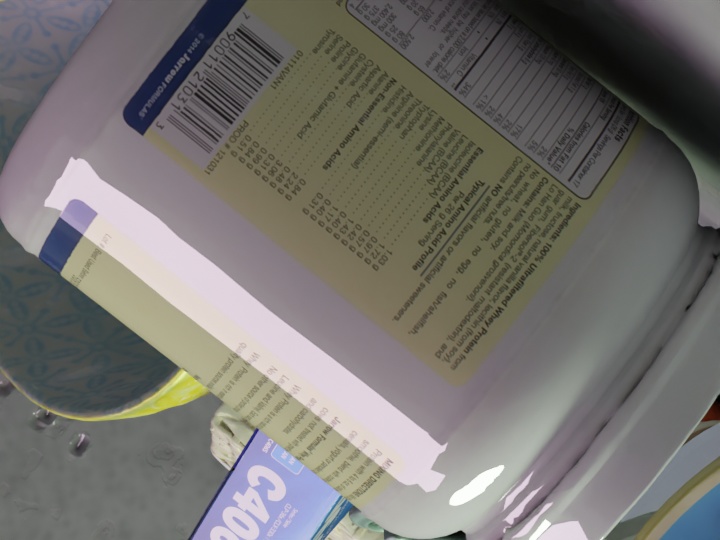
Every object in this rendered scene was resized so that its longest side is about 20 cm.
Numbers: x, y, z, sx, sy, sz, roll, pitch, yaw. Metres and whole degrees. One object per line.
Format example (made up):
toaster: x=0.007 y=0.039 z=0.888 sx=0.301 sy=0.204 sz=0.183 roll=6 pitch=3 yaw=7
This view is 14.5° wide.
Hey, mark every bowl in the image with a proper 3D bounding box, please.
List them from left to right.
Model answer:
bowl: x=-0.065 y=-0.039 z=1.122 sx=0.107 sy=0.201 sz=0.200 roll=4 pitch=-160 yaw=-42

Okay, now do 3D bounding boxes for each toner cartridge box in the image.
toner cartridge box: x=0.003 y=0.041 z=1.079 sx=0.043 sy=0.095 sz=0.200 roll=36 pitch=134 yaw=5

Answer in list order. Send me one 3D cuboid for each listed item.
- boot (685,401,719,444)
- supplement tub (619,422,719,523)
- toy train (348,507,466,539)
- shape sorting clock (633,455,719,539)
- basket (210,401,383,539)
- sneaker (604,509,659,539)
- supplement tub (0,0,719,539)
boot: x=0.151 y=0.091 z=1.250 sx=0.107 sy=0.075 sz=0.200 roll=48 pitch=180 yaw=37
supplement tub: x=0.193 y=0.154 z=1.056 sx=0.200 sy=0.145 sz=0.145 roll=43 pitch=172 yaw=-37
toy train: x=0.070 y=0.098 z=1.323 sx=0.113 sy=0.086 sz=0.200 roll=-4 pitch=160 yaw=25
shape sorting clock: x=0.159 y=0.129 z=0.843 sx=0.200 sy=0.200 sz=0.039 roll=41 pitch=-173 yaw=-24
basket: x=0.001 y=0.128 z=2.035 sx=0.200 sy=0.136 sz=0.123 roll=37 pitch=170 yaw=10
sneaker: x=0.152 y=0.101 z=0.905 sx=0.198 sy=0.082 sz=0.088 roll=1 pitch=-163 yaw=-18
supplement tub: x=0.009 y=-0.013 z=0.843 sx=0.200 sy=0.145 sz=0.145 roll=38 pitch=174 yaw=-2
